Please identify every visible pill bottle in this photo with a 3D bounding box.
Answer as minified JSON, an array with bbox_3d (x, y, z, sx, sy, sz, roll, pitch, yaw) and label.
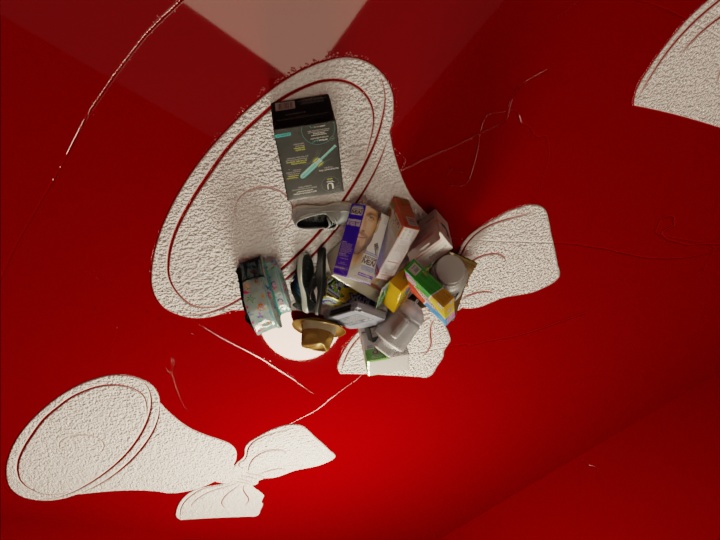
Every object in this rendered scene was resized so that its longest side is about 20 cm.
[{"bbox_3d":[0.252,0.022,1.542,0.108,0.113,0.200,-15,165,1],"label":"pill bottle"}]

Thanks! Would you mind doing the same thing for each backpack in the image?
[{"bbox_3d":[-0.283,0.079,1.572,0.147,0.202,0.180,-12,134,-1],"label":"backpack"}]

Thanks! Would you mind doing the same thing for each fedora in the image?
[{"bbox_3d":[-0.143,0.221,1.775,0.196,0.083,0.201,7,157,3],"label":"fedora"}]

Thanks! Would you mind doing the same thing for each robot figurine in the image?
[{"bbox_3d":[0.125,0.174,1.693,0.112,0.170,0.202,35,93,-1],"label":"robot figurine"}]

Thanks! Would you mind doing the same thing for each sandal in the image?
[{"bbox_3d":[-0.133,0.031,1.609,0.047,0.075,0.205,4,94,7],"label":"sandal"}]

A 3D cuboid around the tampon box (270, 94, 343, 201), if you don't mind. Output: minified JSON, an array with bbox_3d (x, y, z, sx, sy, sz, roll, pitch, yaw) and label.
[{"bbox_3d":[-0.127,-0.297,1.303,0.146,0.128,0.202,-9,136,-4],"label":"tampon box"}]

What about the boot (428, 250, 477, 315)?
[{"bbox_3d":[0.266,0.039,1.690,0.172,0.066,0.203,23,97,-15],"label":"boot"}]

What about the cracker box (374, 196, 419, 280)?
[{"bbox_3d":[0.092,-0.090,1.549,0.057,0.135,0.202,10,131,-23],"label":"cracker box"}]

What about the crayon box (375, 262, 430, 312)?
[{"bbox_3d":[0.134,0.041,1.620,0.199,0.051,0.127,-41,161,-29],"label":"crayon box"}]

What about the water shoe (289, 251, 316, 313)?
[{"bbox_3d":[-0.188,0.038,1.643,0.078,0.071,0.204,12,118,27],"label":"water shoe"}]

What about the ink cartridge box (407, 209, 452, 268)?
[{"bbox_3d":[0.196,-0.081,1.530,0.116,0.201,0.067,-37,111,22],"label":"ink cartridge box"}]

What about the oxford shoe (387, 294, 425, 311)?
[{"bbox_3d":[0.188,0.121,1.810,0.196,0.085,0.074,-12,134,-4],"label":"oxford shoe"}]

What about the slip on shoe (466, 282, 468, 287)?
[{"bbox_3d":[0.259,0.022,1.754,0.195,0.074,0.063,1,102,-7],"label":"slip on shoe"}]

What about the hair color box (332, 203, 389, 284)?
[{"bbox_3d":[0.003,-0.073,1.499,0.108,0.064,0.204,18,85,-48],"label":"hair color box"}]

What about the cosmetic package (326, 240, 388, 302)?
[{"bbox_3d":[0.000,0.000,1.636,0.087,0.104,0.199,-41,130,22],"label":"cosmetic package"}]

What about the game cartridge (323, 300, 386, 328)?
[{"bbox_3d":[-0.014,0.145,1.704,0.131,0.042,0.199,17,157,-32],"label":"game cartridge"}]

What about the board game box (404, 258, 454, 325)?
[{"bbox_3d":[0.195,0.065,1.486,0.040,0.153,0.200,-42,158,-6],"label":"board game box"}]

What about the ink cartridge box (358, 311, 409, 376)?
[{"bbox_3d":[0.076,0.243,1.817,0.142,0.202,0.085,-9,133,-5],"label":"ink cartridge box"}]

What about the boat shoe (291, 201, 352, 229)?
[{"bbox_3d":[-0.093,-0.143,1.495,0.196,0.072,0.071,-4,134,-14],"label":"boat shoe"}]

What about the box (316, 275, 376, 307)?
[{"bbox_3d":[-0.041,0.088,1.721,0.197,0.071,0.064,21,150,-29],"label":"box"}]
